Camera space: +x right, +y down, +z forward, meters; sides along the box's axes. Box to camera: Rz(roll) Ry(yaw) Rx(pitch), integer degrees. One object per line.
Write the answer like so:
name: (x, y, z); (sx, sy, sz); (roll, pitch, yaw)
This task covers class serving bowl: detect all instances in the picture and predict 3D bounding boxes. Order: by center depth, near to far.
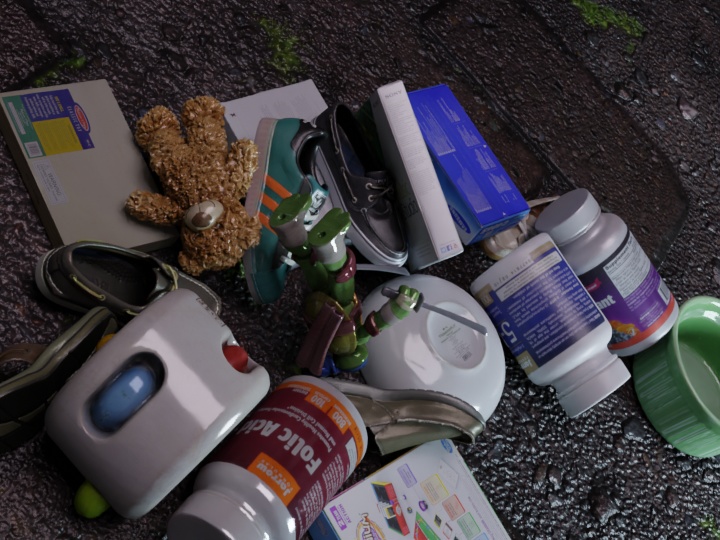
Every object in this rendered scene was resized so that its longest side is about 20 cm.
serving bowl: (0.092, 0.088, 1.358); (0.198, 0.066, 0.203); (18, 54, -26)

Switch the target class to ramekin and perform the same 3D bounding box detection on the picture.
ramekin: (0.452, 0.145, 1.557); (0.198, 0.098, 0.203); (18, 54, -26)

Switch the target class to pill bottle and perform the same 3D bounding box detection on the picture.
pill bottle: (-0.087, 0.201, 1.123); (0.114, 0.114, 0.200); (45, 46, -2)
pill bottle: (0.233, 0.069, 1.433); (0.119, 0.120, 0.201); (-27, 79, -43)
pill bottle: (0.308, 0.000, 1.507); (0.201, 0.111, 0.112); (52, 45, -16)

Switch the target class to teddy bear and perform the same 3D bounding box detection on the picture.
teddy bear: (-0.170, -0.098, 1.225); (0.142, 0.067, 0.203); (2, 61, -6)

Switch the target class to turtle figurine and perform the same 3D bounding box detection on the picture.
turtle figurine: (0.000, 0.000, 1.231); (0.145, 0.197, 0.195); (-108, 173, -51)

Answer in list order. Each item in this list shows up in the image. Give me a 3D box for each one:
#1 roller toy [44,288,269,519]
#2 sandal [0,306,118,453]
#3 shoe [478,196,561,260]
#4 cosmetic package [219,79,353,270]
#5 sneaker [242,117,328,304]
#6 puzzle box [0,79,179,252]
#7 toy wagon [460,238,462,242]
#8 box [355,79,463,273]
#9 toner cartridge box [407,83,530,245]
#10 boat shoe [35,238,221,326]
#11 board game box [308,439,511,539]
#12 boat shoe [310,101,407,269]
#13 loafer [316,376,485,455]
roller toy: (-0.183, 0.112, 1.063); (0.140, 0.182, 0.200); (47, 47, 1)
sandal: (-0.300, 0.096, 1.076); (0.057, 0.081, 0.201); (29, 41, 16)
shoe: (0.230, -0.066, 1.560); (0.198, 0.053, 0.071); (-20, 74, -39)
cosmetic package: (-0.072, -0.114, 1.376); (0.150, 0.052, 0.202); (-21, 77, -43)
sneaker: (-0.077, -0.064, 1.264); (0.071, 0.079, 0.204); (24, 70, -74)
puzzle box: (-0.285, -0.103, 1.235); (0.132, 0.025, 0.202); (-15, 72, -40)
toy wagon: (0.084, -0.123, 1.498); (0.199, 0.040, 0.156); (38, 47, -3)
box: (0.050, -0.102, 1.360); (0.036, 0.144, 0.203); (-18, 88, -13)
toner cartridge box: (0.117, -0.134, 1.470); (0.094, 0.043, 0.202); (-19, 70, -38)
boat shoe: (-0.216, 0.019, 1.167); (0.200, 0.060, 0.073); (18, 63, -36)
board game box: (0.054, 0.273, 1.230); (0.199, 0.040, 0.154); (-22, 77, -42)
boat shoe: (0.007, -0.100, 1.345); (0.069, 0.066, 0.202); (-12, 72, -39)
loafer: (0.032, 0.163, 1.245); (0.196, 0.075, 0.071); (8, 67, 0)
